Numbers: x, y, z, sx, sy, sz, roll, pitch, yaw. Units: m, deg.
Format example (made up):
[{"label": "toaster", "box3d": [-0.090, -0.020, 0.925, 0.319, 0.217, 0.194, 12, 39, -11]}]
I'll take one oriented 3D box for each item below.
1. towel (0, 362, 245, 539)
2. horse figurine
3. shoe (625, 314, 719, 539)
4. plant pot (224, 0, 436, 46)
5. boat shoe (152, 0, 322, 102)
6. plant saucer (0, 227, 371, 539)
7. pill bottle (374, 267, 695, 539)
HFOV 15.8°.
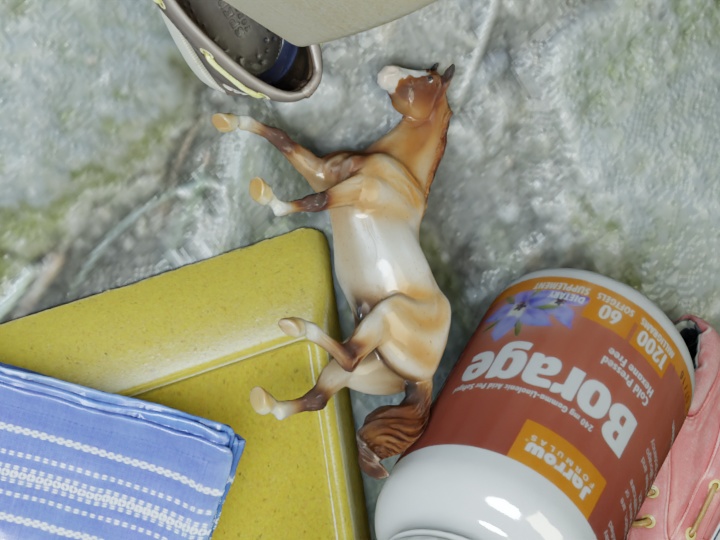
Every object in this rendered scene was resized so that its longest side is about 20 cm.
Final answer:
[{"label": "towel", "box3d": [-0.146, 0.140, 1.163, 0.144, 0.024, 0.201, 16, 108, -10]}, {"label": "horse figurine", "box3d": [0.000, 0.000, 1.200, 0.132, 0.050, 0.201, 1, 74, -45]}, {"label": "shoe", "box3d": [0.146, 0.123, 1.346, 0.091, 0.071, 0.201, 40, 78, -31]}, {"label": "plant pot", "box3d": [-0.008, -0.218, 1.036, 0.199, 0.177, 0.201, 29, 79, -33]}, {"label": "boat shoe", "box3d": [-0.080, -0.155, 1.136, 0.072, 0.059, 0.200, -41, 120, -14]}, {"label": "plant saucer", "box3d": [-0.079, 0.103, 1.221, 0.199, 0.048, 0.201, -18, 113, -25]}, {"label": "pill bottle", "box3d": [0.076, 0.100, 1.224, 0.113, 0.112, 0.200, 61, 41, -28]}]
